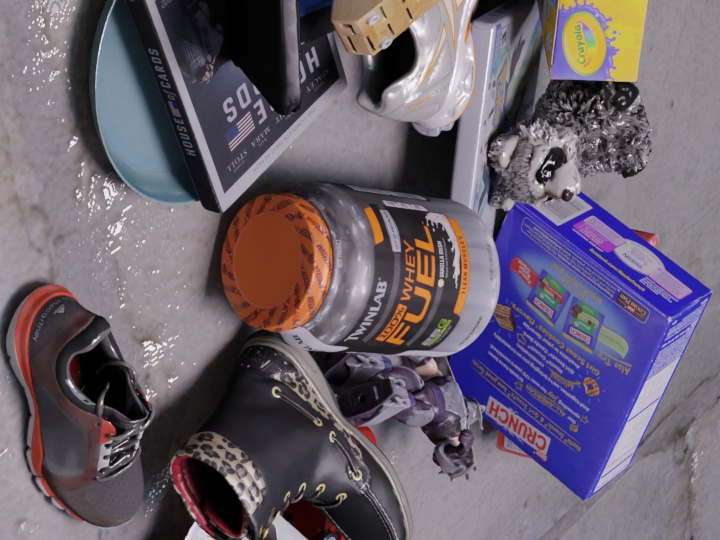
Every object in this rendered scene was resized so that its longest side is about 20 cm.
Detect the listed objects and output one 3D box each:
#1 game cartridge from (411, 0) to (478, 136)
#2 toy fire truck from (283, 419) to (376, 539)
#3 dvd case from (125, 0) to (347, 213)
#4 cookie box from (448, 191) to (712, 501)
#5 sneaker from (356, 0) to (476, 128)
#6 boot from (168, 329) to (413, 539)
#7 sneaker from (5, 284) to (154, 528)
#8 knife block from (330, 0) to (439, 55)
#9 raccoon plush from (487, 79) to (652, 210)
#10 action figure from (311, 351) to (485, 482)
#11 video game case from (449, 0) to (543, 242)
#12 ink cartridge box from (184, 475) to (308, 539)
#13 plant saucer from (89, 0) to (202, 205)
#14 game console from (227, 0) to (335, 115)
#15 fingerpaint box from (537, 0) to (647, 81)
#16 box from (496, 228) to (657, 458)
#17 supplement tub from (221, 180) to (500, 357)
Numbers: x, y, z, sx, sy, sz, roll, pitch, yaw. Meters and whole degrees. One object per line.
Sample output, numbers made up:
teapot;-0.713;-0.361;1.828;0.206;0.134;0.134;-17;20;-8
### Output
game cartridge;0.069;-0.215;1.618;0.133;0.040;0.202;-56;154;-66
toy fire truck;-0.005;0.203;1.746;0.141;0.048;0.202;-17;118;-50
dvd case;-0.082;-0.161;1.452;0.150;0.025;0.201;-47;138;-30
cookie box;0.172;0.056;1.769;0.075;0.171;0.201;-25;145;-45
sneaker;0.039;-0.198;1.486;0.092;0.075;0.202;-6;101;-51
boot;-0.051;0.163;1.573;0.204;0.073;0.154;57;38;-17
sneaker;-0.175;0.105;1.440;0.077;0.081;0.201;-45;137;-32
knife block;0.019;-0.270;1.444;0.200;0.176;0.064;-40;161;-1
raccoon plush;0.149;-0.119;1.741;0.133;0.200;0.097;-17;119;-5
action figure;0.046;0.103;1.722;0.069;0.131;0.199;-38;150;23
video game case;0.109;-0.114;1.729;0.182;0.022;0.202;-40;138;-66
ink cartridge box;-0.122;0.264;1.610;0.162;0.050;0.201;47;63;-44
plant saucer;-0.116;-0.145;1.456;0.199;0.027;0.202;-27;125;-46
game console;-0.027;-0.225;1.380;0.115;0.176;0.202;-10;116;-16
fingerpaint box;0.181;-0.272;1.645;0.167;0.073;0.201;-91;-177;-55
box;0.189;0.063;1.891;0.095;0.102;0.202;-32;130;-59
supplement tub;0.000;0.000;1.587;0.199;0.122;0.124;4;102;-47
